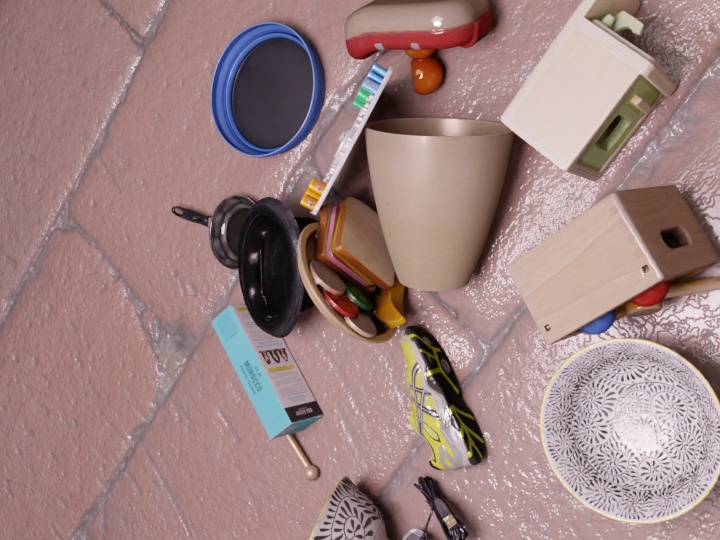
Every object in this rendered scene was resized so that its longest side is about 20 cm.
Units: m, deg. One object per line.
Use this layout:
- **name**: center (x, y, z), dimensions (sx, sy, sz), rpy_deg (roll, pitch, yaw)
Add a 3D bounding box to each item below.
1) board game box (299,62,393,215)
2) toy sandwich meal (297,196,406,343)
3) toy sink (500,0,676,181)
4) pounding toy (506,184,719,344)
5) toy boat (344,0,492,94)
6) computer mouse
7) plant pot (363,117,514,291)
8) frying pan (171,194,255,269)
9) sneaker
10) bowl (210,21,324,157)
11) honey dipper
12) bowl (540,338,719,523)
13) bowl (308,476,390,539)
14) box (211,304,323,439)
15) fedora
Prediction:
- **board game box**: center (-0.024, -0.167, 1.116), dimensions (0.026, 0.200, 0.201), rpy_deg (28, 92, -6)
- **toy sandwich meal**: center (0.000, 0.000, 1.123), dimensions (0.070, 0.205, 0.206), rpy_deg (-37, 72, 28)
- **toy sink**: center (0.281, -0.215, 0.982), dimensions (0.112, 0.130, 0.201), rpy_deg (43, 110, 24)
- **pounding toy**: center (0.312, 0.001, 0.947), dimensions (0.184, 0.199, 0.143), rpy_deg (-39, 70, 40)
- **toy boat**: center (0.077, -0.298, 1.127), dimensions (0.199, 0.130, 0.132), rpy_deg (8, 123, 31)
- **computer mouse**: center (0.082, 0.388, 1.144), dimensions (0.110, 0.044, 0.201), rpy_deg (41, 117, 50)
- **plant pot**: center (0.097, -0.082, 1.079), dimensions (0.186, 0.187, 0.202), rpy_deg (10, 109, 31)
- **frying pan**: center (-0.220, -0.055, 1.342), dimensions (0.189, 0.031, 0.116), rpy_deg (-7, 86, 35)
- **sneaker**: center (0.090, 0.171, 1.128), dimensions (0.076, 0.075, 0.201), rpy_deg (-29, 74, 27)
- **bowl**: center (-0.141, -0.271, 1.290), dimensions (0.199, 0.039, 0.202), rpy_deg (0, 89, 31)
- **honey dipper**: center (-0.123, 0.229, 1.281), dimensions (0.038, 0.038, 0.201), rpy_deg (-41, 72, 24)
- **bowl**: center (0.316, 0.175, 0.969), dimensions (0.199, 0.094, 0.203), rpy_deg (0, 90, 32)
- **bowl**: center (-0.014, 0.389, 1.136), dimensions (0.094, 0.201, 0.202), rpy_deg (19, 100, 13)
- **box**: center (-0.139, 0.146, 1.263), dimensions (0.049, 0.082, 0.201), rpy_deg (-39, 70, 26)
- **fedora**: center (-0.100, -0.008, 1.220), dimensions (0.200, 0.091, 0.202), rpy_deg (15, 109, 51)
